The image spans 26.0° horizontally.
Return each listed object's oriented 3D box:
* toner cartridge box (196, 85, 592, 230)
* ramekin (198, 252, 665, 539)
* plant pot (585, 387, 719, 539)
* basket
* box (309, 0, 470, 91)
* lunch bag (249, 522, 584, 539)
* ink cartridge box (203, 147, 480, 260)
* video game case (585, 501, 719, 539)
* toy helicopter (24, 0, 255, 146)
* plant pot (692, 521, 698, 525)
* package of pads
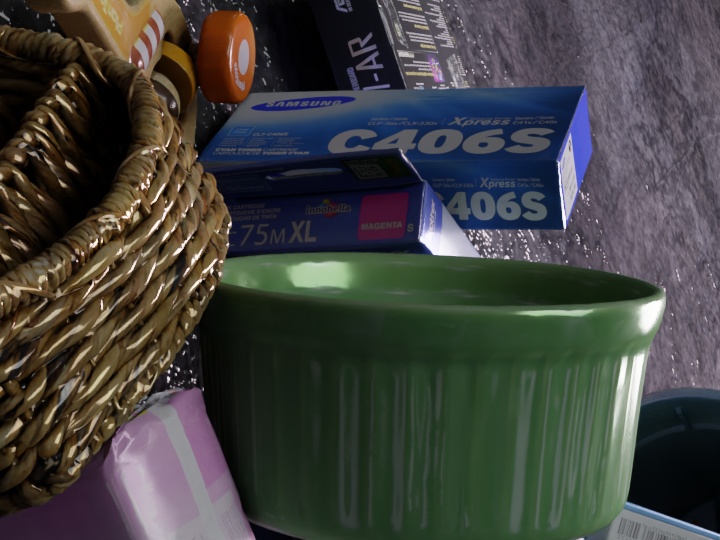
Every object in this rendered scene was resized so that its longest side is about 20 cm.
[{"bbox_3d":[0.020,-0.062,0.855,0.095,0.200,0.043,-61,147,-56],"label":"toner cartridge box"},{"bbox_3d":[0.026,0.050,0.663,0.200,0.200,0.098,-9,103,-63],"label":"ramekin"},{"bbox_3d":[0.264,0.213,1.173,0.196,0.200,0.200,42,38,-57],"label":"plant pot"},{"bbox_3d":[-0.147,-0.020,0.581,0.149,0.143,0.200,59,29,-24],"label":"basket"},{"bbox_3d":[0.033,-0.127,1.056,0.200,0.043,0.160,-24,95,-73],"label":"box"},{"bbox_3d":[0.016,0.145,0.792,0.132,0.136,0.200,62,30,-18],"label":"lunch bag"},{"bbox_3d":[0.000,0.000,0.829,0.200,0.119,0.042,51,41,-56],"label":"ink cartridge box"},{"bbox_3d":[0.148,0.227,0.781,0.143,0.018,0.200,22,81,-29],"label":"video game case"},{"bbox_3d":[-0.116,-0.093,0.715,0.200,0.079,0.132,63,35,-66],"label":"toy helicopter"},{"bbox_3d":[0.407,0.233,1.427,0.200,0.200,0.176,13,52,-60],"label":"plant pot"},{"bbox_3d":[-0.087,0.154,0.609,0.076,0.120,0.200,-28,98,-61],"label":"package of pads"}]
